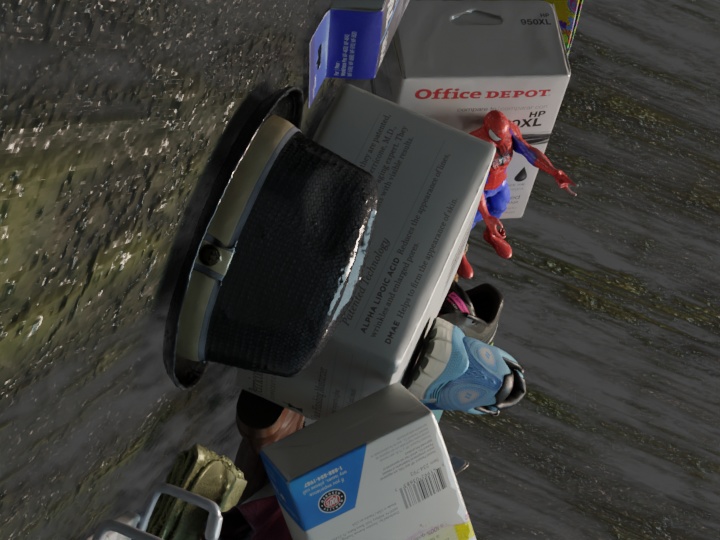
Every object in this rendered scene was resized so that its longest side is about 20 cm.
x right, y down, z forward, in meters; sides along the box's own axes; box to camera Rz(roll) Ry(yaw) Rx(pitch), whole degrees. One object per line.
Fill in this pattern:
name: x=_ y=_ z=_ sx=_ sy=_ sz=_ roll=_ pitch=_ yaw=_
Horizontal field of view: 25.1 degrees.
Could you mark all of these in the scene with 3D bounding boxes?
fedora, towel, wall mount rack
fedora: x=-0.046 y=-0.008 z=1.007 sx=0.201 sy=0.091 sz=0.201 roll=22 pitch=90 yaw=-84
towel: x=-0.137 y=0.209 z=1.246 sx=0.200 sy=0.036 sz=0.149 roll=77 pitch=36 yaw=-79
wall mount rack: x=-0.151 y=0.229 z=1.016 sx=0.200 sy=0.074 sz=0.174 roll=-23 pitch=135 yaw=-80

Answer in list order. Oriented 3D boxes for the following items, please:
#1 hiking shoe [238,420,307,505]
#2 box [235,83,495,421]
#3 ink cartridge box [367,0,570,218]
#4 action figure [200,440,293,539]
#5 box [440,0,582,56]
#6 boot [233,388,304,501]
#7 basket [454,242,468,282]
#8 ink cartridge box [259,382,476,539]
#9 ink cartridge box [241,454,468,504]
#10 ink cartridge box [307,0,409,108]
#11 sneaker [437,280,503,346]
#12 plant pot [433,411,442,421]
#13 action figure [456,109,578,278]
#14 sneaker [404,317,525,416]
hiking shoe: x=-0.082 y=0.195 z=1.549 sx=0.200 sy=0.075 sz=0.101 roll=-106 pitch=-148 yaw=-84
box: x=0.000 y=0.000 z=1.257 sx=0.199 sy=0.130 sz=0.201 roll=99 pitch=15 yaw=-66
ink cartridge box: x=0.082 y=-0.131 z=1.373 sx=0.200 sy=0.144 sz=0.085 roll=102 pitch=-18 yaw=-55
action figure: x=-0.020 y=0.189 z=1.219 sx=0.199 sy=0.149 sz=0.134 roll=-23 pitch=174 yaw=-27
box: x=0.145 y=-0.265 z=1.494 sx=0.193 sy=0.121 sz=0.201 roll=81 pitch=22 yaw=-77
boot: x=-0.057 y=0.101 z=1.427 sx=0.187 sy=0.064 sz=0.200 roll=-54 pitch=167 yaw=-23
basket: x=-0.008 y=0.003 z=1.527 sx=0.142 sy=0.149 sz=0.200 roll=-28 pitch=155 yaw=-23
ink cartridge box: x=0.019 y=0.197 z=1.153 sx=0.067 sy=0.116 sz=0.201 roll=34 pitch=-34 yaw=63
ink cartridge box: x=-0.016 y=0.229 z=1.377 sx=0.200 sy=0.175 sz=0.084 roll=-34 pitch=114 yaw=-28
ink cartridge box: x=0.018 y=-0.209 z=1.126 sx=0.100 sy=0.039 sz=0.201 roll=97 pitch=17 yaw=-70
sneaker: x=0.058 y=0.049 z=1.443 sx=0.200 sy=0.077 sz=0.084 roll=-19 pitch=141 yaw=-52
plant pot: x=0.021 y=0.107 z=1.811 sx=0.142 sy=0.141 sz=0.200 roll=-69 pitch=166 yaw=6
action figure: x=0.120 y=-0.050 z=1.338 sx=0.065 sy=0.099 sz=0.200 roll=-28 pitch=149 yaw=-17
sneaker: x=0.086 y=0.092 z=1.303 sx=0.200 sy=0.090 sz=0.079 roll=42 pitch=72 yaw=-85
